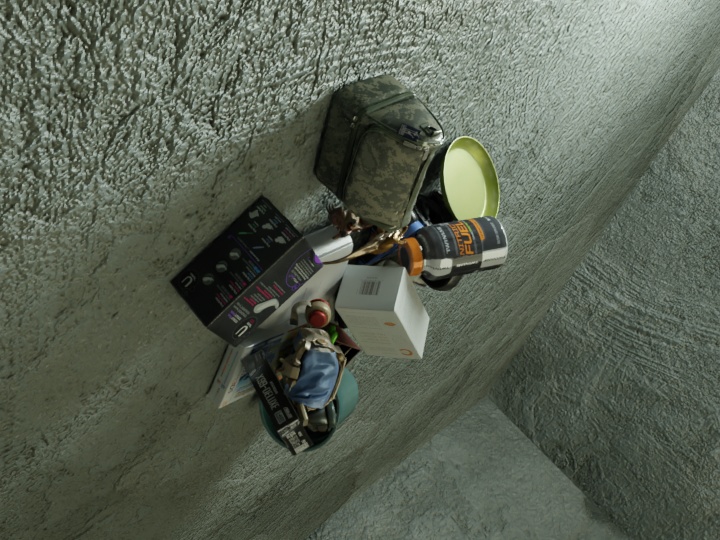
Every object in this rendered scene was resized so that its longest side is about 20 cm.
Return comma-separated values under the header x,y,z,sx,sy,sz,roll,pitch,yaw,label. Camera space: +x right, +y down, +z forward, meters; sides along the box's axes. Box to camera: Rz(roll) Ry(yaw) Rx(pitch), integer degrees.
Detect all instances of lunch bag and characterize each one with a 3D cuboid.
x,y,z,sx,sy,sz,roll,pitch,yaw,label
0.037,-0.179,1.100,0.139,0.168,0.201,-28,151,-37,lunch bag

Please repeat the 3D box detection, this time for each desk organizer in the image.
x,y,z,sx,sy,sz,roll,pitch,yaw,label
-0.074,0.166,1.608,0.072,0.077,0.200,-47,158,4,desk organizer

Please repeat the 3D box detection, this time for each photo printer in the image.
x,y,z,sx,sy,sz,roll,pitch,yaw,label
-0.116,0.015,1.286,0.199,0.069,0.167,-25,150,-41,photo printer

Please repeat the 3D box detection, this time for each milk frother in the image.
x,y,z,sx,sy,sz,roll,pitch,yaw,label
0.133,-0.067,1.518,0.199,0.181,0.189,21,115,-30,milk frother

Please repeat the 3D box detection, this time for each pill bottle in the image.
x,y,z,sx,sy,sz,roll,pitch,yaw,label
0.175,-0.040,1.369,0.198,0.107,0.107,-11,145,-19,pill bottle

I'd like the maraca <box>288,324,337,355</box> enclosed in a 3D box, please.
x,y,z,sx,sy,sz,roll,pitch,yaw,label
-0.092,0.190,1.435,0.200,0.106,0.138,129,-24,-49,maraca

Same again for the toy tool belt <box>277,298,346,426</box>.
x,y,z,sx,sy,sz,roll,pitch,yaw,label
-0.085,0.165,1.259,0.123,0.124,0.202,-97,-164,-62,toy tool belt

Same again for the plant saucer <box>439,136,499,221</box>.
x,y,z,sx,sy,sz,roll,pitch,yaw,label
0.223,-0.176,1.470,0.031,0.202,0.199,-8,-171,44,plant saucer

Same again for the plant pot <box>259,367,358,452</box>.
x,y,z,sx,sy,sz,roll,pitch,yaw,label
-0.105,0.301,1.656,0.201,0.200,0.196,-51,165,13,plant pot

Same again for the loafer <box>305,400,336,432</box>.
x,y,z,sx,sy,sz,roll,pitch,yaw,label
-0.089,0.284,1.394,0.062,0.073,0.200,-8,168,-10,loafer

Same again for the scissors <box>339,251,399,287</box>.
x,y,z,sx,sy,sz,roll,pitch,yaw,label
0.000,0.000,1.442,0.198,0.014,0.073,-20,154,-4,scissors

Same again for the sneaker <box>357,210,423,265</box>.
x,y,z,sx,sy,sz,roll,pitch,yaw,label
0.048,-0.073,1.444,0.070,0.078,0.200,-26,172,-44,sneaker

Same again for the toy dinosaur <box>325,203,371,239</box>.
x,y,z,sx,sy,sz,roll,pitch,yaw,label
0.007,-0.106,1.283,0.136,0.086,0.200,-49,161,7,toy dinosaur

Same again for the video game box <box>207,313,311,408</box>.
x,y,z,sx,sy,sz,roll,pitch,yaw,label
-0.201,0.178,1.446,0.199,0.047,0.183,-20,149,-47,video game box

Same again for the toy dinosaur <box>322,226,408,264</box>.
x,y,z,sx,sy,sz,roll,pitch,yaw,label
0.028,-0.046,1.243,0.199,0.061,0.106,-26,170,-39,toy dinosaur

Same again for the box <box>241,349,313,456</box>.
x,y,z,sx,sy,sz,roll,pitch,yaw,label
-0.161,0.264,1.390,0.049,0.158,0.200,-28,154,-10,box

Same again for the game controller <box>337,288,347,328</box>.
x,y,z,sx,sy,sz,roll,pitch,yaw,label
-0.011,0.058,1.601,0.105,0.042,0.201,-52,163,-26,game controller

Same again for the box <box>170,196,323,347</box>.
x,y,z,sx,sy,sz,roll,pitch,yaw,label
-0.175,0.005,1.116,0.200,0.106,0.122,-43,156,-6,box

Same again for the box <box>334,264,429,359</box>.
x,y,z,sx,sy,sz,roll,pitch,yaw,label
0.047,0.084,1.385,0.200,0.123,0.098,61,38,-52,box

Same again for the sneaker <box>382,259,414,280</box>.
x,y,z,sx,sy,sz,roll,pitch,yaw,label
0.049,0.045,1.495,0.112,0.076,0.200,-59,-174,-9,sneaker
